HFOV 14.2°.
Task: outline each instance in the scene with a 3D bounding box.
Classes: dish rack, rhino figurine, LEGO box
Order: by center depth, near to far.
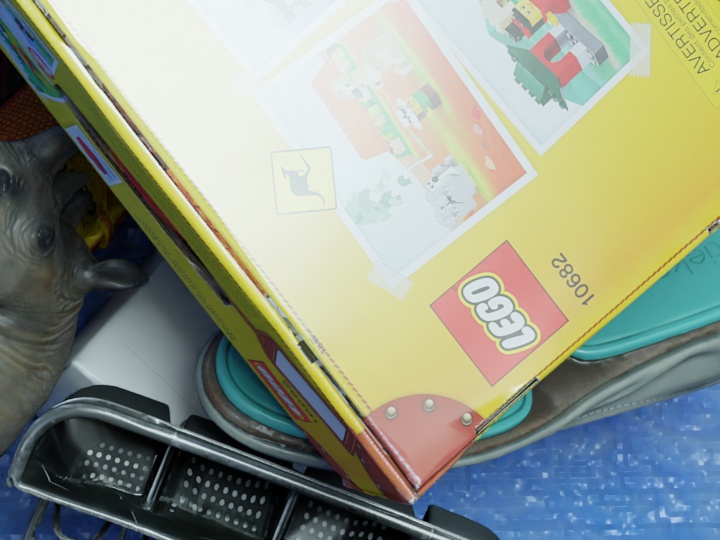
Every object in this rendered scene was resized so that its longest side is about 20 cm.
[{"bbox_3d":[-0.001,-0.065,0.750,0.149,0.077,0.200,-39,99,-12],"label":"LEGO box"},{"bbox_3d":[-0.129,0.032,0.823,0.087,0.060,0.200,26,108,-42],"label":"rhino figurine"},{"bbox_3d":[-0.050,0.139,0.840,0.153,0.055,0.201,21,107,-4],"label":"dish rack"}]

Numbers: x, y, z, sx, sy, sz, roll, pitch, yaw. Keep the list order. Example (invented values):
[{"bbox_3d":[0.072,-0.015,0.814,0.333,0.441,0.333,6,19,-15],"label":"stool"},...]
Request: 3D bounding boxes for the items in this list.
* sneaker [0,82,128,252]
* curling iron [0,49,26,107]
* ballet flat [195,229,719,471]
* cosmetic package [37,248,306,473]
[{"bbox_3d":[-0.083,-0.035,0.901,0.200,0.077,0.073,-44,119,-16],"label":"sneaker"},{"bbox_3d":[-0.128,-0.070,0.930,0.200,0.026,0.050,-33,90,-20],"label":"curling iron"},{"bbox_3d":[0.042,0.030,0.849,0.199,0.064,0.068,-14,61,-24],"label":"ballet flat"},{"bbox_3d":[0.000,0.000,0.919,0.108,0.085,0.200,42,69,-6],"label":"cosmetic package"}]
